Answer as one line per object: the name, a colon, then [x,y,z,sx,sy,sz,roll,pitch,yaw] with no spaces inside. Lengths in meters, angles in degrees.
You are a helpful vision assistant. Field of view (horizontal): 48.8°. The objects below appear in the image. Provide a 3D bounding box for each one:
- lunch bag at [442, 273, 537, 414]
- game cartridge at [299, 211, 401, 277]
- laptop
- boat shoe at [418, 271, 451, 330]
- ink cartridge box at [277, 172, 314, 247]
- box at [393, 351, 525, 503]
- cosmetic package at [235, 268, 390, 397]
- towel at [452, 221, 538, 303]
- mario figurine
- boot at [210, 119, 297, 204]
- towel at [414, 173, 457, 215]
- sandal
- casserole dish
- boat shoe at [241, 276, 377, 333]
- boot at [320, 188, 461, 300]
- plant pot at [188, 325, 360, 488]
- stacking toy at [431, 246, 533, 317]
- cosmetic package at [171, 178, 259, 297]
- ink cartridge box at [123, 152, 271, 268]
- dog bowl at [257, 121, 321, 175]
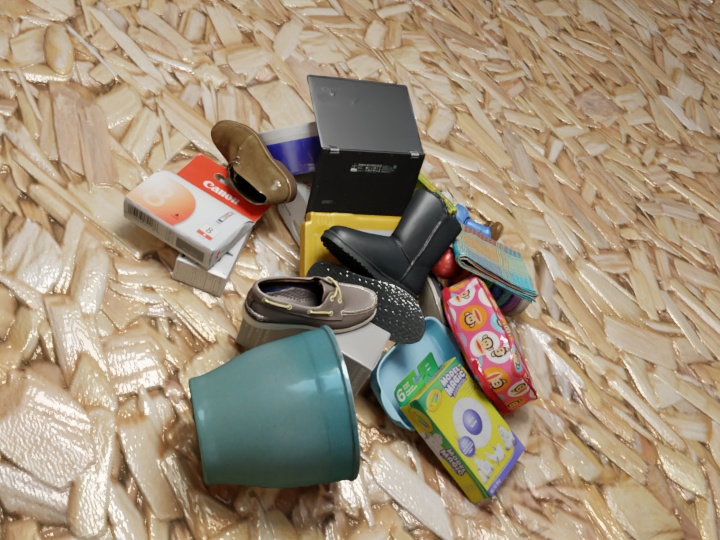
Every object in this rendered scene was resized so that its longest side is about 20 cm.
lunch bag: [0.209,0.118,1.249,0.176,0.082,0.201,47,20,-51]
game cartridge: [0.000,0.000,1.257,0.199,0.032,0.178,1,88,-26]
laptop: [-0.005,-0.192,1.284,0.186,0.201,0.116,-1,34,-28]
boat shoe: [0.124,0.031,1.330,0.062,0.073,0.201,-1,47,-22]
ink cartridge box: [-0.021,-0.100,1.364,0.199,0.088,0.146,-17,64,-34]
box: [0.143,0.219,1.152,0.200,0.048,0.117,50,47,1]
cosmetic package: [-0.069,0.098,1.152,0.199,0.107,0.090,30,44,5]
towel: [0.215,-0.022,1.306,0.146,0.022,0.200,27,20,-6]
mario figurine: [0.168,-0.117,1.454,0.199,0.124,0.107,22,57,-12]
boot: [-0.191,-0.177,1.283,0.075,0.074,0.200,-22,56,-42]
towel: [0.093,-0.130,1.377,0.018,0.086,0.200,-17,50,-31]
sandal: [0.013,0.043,1.188,0.200,0.076,0.048,29,3,14]
casserole dish: [0.083,0.155,1.196,0.200,0.039,0.122,-39,102,-42]
boat shoe: [-0.061,0.041,1.090,0.199,0.060,0.072,2,50,-24]
boot: [0.052,-0.060,1.224,0.200,0.076,0.169,36,78,-26]
plant pot: [-0.117,0.184,1.003,0.187,0.201,0.201,-9,54,-13]
stacking toy: [0.197,0.013,1.336,0.199,0.085,0.086,20,42,-32]
cosmetic package: [-0.221,-0.056,1.256,0.082,0.051,0.201,23,45,-7]
ink cartridge box: [-0.240,-0.110,1.227,0.162,0.050,0.200,31,48,7]
dog bowl: [-0.081,-0.212,1.359,0.199,0.199,0.079,-17,102,-36]
